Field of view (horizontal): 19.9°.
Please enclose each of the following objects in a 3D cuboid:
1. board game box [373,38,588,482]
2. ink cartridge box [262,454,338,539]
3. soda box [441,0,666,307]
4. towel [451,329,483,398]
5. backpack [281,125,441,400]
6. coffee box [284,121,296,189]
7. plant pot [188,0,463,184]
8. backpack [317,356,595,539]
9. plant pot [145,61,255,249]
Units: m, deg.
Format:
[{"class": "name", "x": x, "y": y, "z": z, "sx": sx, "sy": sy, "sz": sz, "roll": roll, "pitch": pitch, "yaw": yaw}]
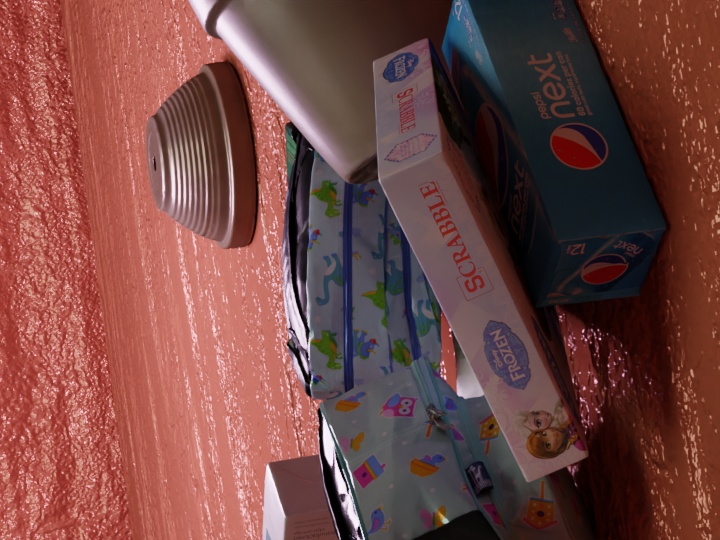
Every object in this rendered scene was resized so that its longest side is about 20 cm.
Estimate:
[{"class": "board game box", "x": 0.067, "y": -0.012, "z": 1.187, "sx": 0.200, "sy": 0.041, "sz": 0.201, "roll": -91, "pitch": -24, "yaw": -66}, {"class": "ink cartridge box", "x": -0.022, "y": 0.247, "z": 1.742, "sx": 0.067, "sy": 0.115, "sz": 0.201, "roll": -115, "pitch": 22, "yaw": -47}, {"class": "soda box", "x": 0.108, "y": -0.080, "z": 1.189, "sx": 0.064, "sy": 0.067, "sz": 0.201, "roll": 103, "pitch": 155, "yaw": -52}, {"class": "towel", "x": 0.080, "y": 0.019, "z": 1.417, "sx": 0.149, "sy": 0.030, "sz": 0.202, "roll": 170, "pitch": 93, "yaw": -75}, {"class": "backpack", "x": 0.000, "y": 0.000, "z": 1.515, "sx": 0.164, "sy": 0.152, "sz": 0.201, "roll": 99, "pitch": -174, "yaw": -56}, {"class": "coffee box", "x": -0.030, "y": -0.018, "z": 1.789, "sx": 0.123, "sy": 0.044, "sz": 0.202, "roll": -130, "pitch": 36, "yaw": -64}, {"class": "plant pot", "x": 0.003, "y": -0.160, "z": 1.367, "sx": 0.175, "sy": 0.199, "sz": 0.200, "roll": 64, "pitch": 162, "yaw": 8}, {"class": "backpack", "x": 0.058, "y": 0.152, "z": 1.270, "sx": 0.200, "sy": 0.153, "sz": 0.176, "roll": 56, "pitch": 176, "yaw": 48}, {"class": "plant pot", "x": -0.179, "y": -0.121, "z": 2.220, "sx": 0.201, "sy": 0.092, "sz": 0.203, "roll": 174, "pitch": 90, "yaw": -75}]
